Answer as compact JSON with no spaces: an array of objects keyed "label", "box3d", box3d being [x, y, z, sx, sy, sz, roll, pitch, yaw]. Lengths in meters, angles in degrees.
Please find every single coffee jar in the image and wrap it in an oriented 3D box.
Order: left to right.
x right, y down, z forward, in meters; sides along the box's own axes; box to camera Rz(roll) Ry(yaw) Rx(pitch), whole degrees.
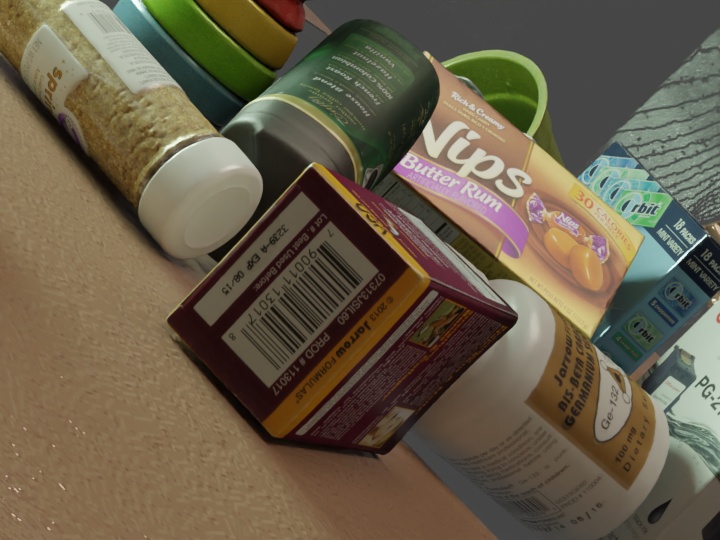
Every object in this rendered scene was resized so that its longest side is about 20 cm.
[{"label":"coffee jar","box3d":[-0.029,-0.072,1.435,0.085,0.104,0.200,37,30,2]}]

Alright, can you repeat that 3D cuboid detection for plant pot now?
[{"label":"plant pot","box3d":[0.129,-0.077,2.336,0.190,0.200,0.200,53,1,-38]}]

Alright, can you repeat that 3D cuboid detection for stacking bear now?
[{"label":"stacking bear","box3d":[-0.081,-0.158,1.489,0.114,0.200,0.122,35,12,-51]}]

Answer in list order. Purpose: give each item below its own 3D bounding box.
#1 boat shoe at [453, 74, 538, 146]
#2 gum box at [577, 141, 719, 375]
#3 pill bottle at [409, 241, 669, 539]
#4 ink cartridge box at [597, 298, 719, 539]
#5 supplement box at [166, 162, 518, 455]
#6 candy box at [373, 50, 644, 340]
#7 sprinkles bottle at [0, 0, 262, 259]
[{"label":"boat shoe","box3d":[0.051,-0.111,1.723,0.200,0.072,0.070,16,-25,32]},{"label":"gum box","box3d":[0.155,0.021,1.731,0.045,0.200,0.170,41,7,-29]},{"label":"pill bottle","box3d":[0.087,0.071,1.473,0.200,0.114,0.114,40,9,-29]},{"label":"ink cartridge box","box3d":[0.222,0.127,1.561,0.084,0.200,0.145,41,8,-27]},{"label":"supplement box","box3d":[-0.004,0.025,1.250,0.086,0.110,0.200,46,7,16]},{"label":"candy box","box3d":[0.084,-0.040,1.610,0.200,0.056,0.117,41,46,-6]},{"label":"sprinkles bottle","box3d":[-0.137,-0.095,1.355,0.200,0.068,0.068,48,8,27]}]
